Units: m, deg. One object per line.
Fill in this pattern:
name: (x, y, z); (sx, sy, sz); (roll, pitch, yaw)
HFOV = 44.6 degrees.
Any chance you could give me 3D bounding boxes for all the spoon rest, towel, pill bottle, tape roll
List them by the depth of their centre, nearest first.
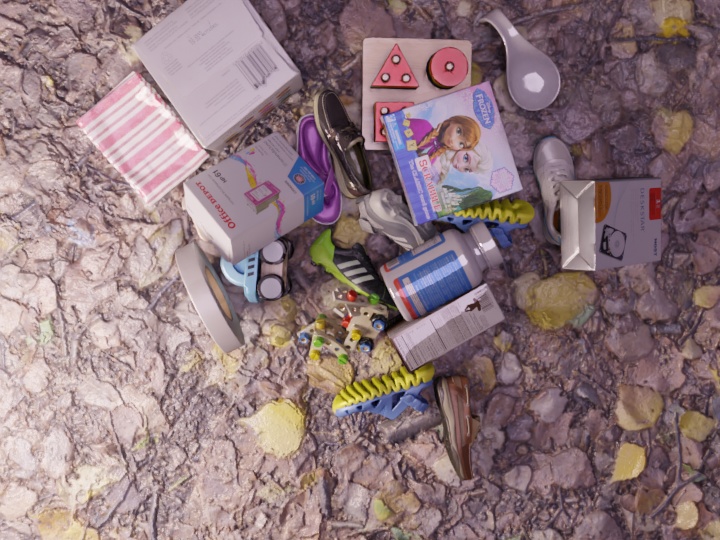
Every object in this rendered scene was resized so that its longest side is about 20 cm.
tape roll: (-0.259, 0.046, 1.514); (0.037, 0.203, 0.204); (-27, 97, -2)
pill bottle: (0.144, -0.003, 1.535); (0.199, 0.112, 0.113); (-28, 97, 6)
towel: (-0.387, -0.233, 1.560); (0.146, 0.030, 0.200); (-40, 98, 1)
spoon rest: (0.286, -0.381, 1.582); (0.099, 0.061, 0.201); (-35, 97, 0)

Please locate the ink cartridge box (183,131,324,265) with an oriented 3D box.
ink cartridge box: (-0.182, -0.125, 1.502); (0.199, 0.085, 0.145); (-34, 67, -21)

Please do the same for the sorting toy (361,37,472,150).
sorting toy: (0.103, -0.316, 1.570); (0.198, 0.070, 0.200); (0, 96, -4)

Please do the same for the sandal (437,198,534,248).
sandal: (0.212, -0.088, 1.602); (0.199, 0.080, 0.088); (10, 123, 3)

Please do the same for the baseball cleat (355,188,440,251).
baseball cleat: (0.071, -0.077, 1.599); (0.200, 0.106, 0.070); (46, 52, -30)

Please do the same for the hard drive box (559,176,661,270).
hard drive box: (0.450, -0.087, 1.571); (0.199, 0.077, 0.157); (-8, 98, -38)

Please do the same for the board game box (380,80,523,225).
board game box: (0.159, -0.203, 1.526); (0.198, 0.041, 0.201); (-19, 94, -3)

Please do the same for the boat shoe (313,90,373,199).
boat shoe: (-0.022, -0.227, 1.560); (0.072, 0.066, 0.202); (-28, 106, -41)

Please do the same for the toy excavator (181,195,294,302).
toy excavator: (-0.223, -0.043, 1.567); (0.198, 0.100, 0.196); (4, 94, 4)

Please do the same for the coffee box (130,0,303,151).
coffee box: (-0.232, -0.341, 1.476); (0.199, 0.198, 0.200); (-37, 96, 1)

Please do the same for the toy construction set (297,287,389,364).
toy construction set: (-0.026, 0.091, 1.560); (0.130, 0.200, 0.093); (23, 52, -9)

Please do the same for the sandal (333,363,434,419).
sandal: (0.048, 0.238, 1.615); (0.199, 0.080, 0.088); (-16, 106, 0)

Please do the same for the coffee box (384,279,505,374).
coffee box: (0.148, 0.093, 1.595); (0.199, 0.114, 0.080); (-30, 100, 0)

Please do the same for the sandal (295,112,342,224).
sandal: (-0.082, -0.181, 1.579); (0.082, 0.050, 0.204); (-12, 97, -3)

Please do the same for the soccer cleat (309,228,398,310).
soccer cleat: (0.000, 0.000, 1.599); (0.199, 0.068, 0.081); (34, 87, -5)

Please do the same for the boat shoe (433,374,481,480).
boat shoe: (0.191, 0.291, 1.639); (0.073, 0.076, 0.201); (-13, 98, -6)

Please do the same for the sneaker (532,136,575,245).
sneaker: (0.365, -0.146, 1.603); (0.076, 0.081, 0.201); (-10, 96, -2)
